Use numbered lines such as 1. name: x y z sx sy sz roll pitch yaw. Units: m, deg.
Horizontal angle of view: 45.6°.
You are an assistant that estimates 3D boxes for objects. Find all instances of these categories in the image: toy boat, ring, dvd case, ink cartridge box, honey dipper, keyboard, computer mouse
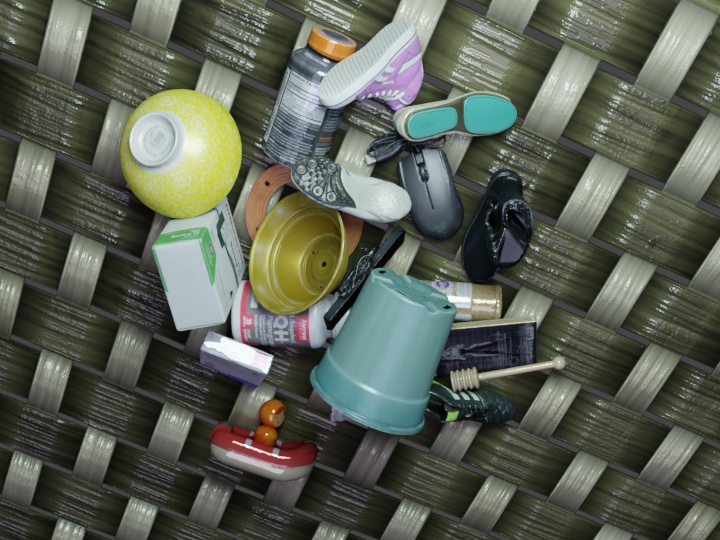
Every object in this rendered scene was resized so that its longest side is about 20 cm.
1. toy boat: -0.170 0.302 1.569 0.197 0.131 0.133 18 87 -3
2. ring: -0.092 -0.090 1.418 0.197 0.019 0.203 3 115 6
3. dvd case: 0.200 0.131 1.456 0.197 0.016 0.150 -6 143 8
4. ink cartridge box: -0.218 0.157 1.486 0.118 0.200 0.042 22 71 -5
5. ink cartridge box: -0.252 -0.019 1.369 0.082 0.201 0.149 -9 115 7
6. honey dipper: 0.254 0.176 1.473 0.197 0.038 0.038 -10 114 11
7. keyboard: 0.000 0.000 1.364 0.039 0.104 0.201 36 74 10
8. computer mouse: 0.101 -0.130 1.360 0.137 0.053 0.202 -20 111 14

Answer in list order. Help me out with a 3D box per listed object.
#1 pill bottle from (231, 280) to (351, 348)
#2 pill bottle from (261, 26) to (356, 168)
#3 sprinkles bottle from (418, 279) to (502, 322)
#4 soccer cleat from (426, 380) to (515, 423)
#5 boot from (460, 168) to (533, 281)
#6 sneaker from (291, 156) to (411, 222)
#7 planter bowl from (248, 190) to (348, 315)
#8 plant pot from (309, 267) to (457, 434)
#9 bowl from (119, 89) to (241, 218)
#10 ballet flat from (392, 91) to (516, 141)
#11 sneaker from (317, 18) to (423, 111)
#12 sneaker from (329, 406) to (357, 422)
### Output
1. pill bottle: -0.112 0.074 1.446 0.197 0.111 0.112 2 116 5
2. pill bottle: -0.071 -0.259 1.288 0.105 0.107 0.202 21 115 -4
3. sprinkles bottle: 0.136 0.051 1.433 0.197 0.068 0.069 4 116 3
4. soccer cleat: 0.177 0.242 1.510 0.197 0.081 0.068 13 116 0
5. boot: 0.208 -0.043 1.326 0.075 0.169 0.202 15 117 -2
6. sneaker: -0.018 -0.118 1.307 0.198 0.072 0.073 17 76 -23
7. planter bowl: -0.080 -0.019 1.370 0.200 0.202 0.083 -41 144 22
8. plant pot: 0.046 0.116 1.336 0.198 0.200 0.198 21 104 -4
9. bowl: -0.289 -0.187 1.296 0.197 0.108 0.204 -1 84 13
10. ballet flat: 0.141 -0.237 1.295 0.197 0.062 0.068 -8 112 -21
11. sneaker: 0.027 -0.265 1.240 0.072 0.200 0.115 22 144 42
12. sneaker: 0.001 0.186 1.509 0.087 0.082 0.202 10 124 0
